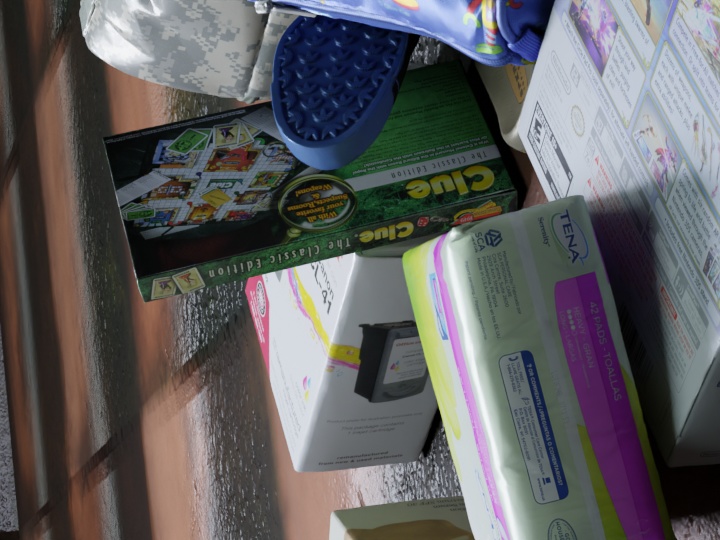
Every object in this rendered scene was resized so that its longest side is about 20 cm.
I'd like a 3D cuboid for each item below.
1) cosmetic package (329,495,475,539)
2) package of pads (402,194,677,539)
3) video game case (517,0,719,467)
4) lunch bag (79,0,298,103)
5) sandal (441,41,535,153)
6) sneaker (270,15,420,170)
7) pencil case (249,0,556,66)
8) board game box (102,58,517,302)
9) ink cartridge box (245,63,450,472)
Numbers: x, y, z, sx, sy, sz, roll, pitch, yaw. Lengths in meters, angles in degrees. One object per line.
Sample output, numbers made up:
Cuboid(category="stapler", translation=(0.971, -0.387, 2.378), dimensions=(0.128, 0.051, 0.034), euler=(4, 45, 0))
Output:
Cuboid(category="cosmetic package", translation=(0.060, 0.182, 0.958), dimensions=(0.200, 0.104, 0.072), euler=(-140, 49, -64))
Cuboid(category="package of pads", translation=(0.073, 0.054, 0.850), dimensions=(0.200, 0.068, 0.156), euler=(158, 97, -86))
Cuboid(category="video game case", translation=(0.130, -0.057, 0.782), dimensions=(0.182, 0.045, 0.201), euler=(103, 156, -45))
Cuboid(category="lunch bag", translation=(-0.084, -0.205, 1.226), dimensions=(0.200, 0.167, 0.140), euler=(115, 146, -55))
Cuboid(category="sandal", translation=(0.055, -0.138, 0.983), dimensions=(0.081, 0.054, 0.201), euler=(106, 158, -45))
Cuboid(category="sneaker", translation=(0.001, -0.119, 1.028), dimensions=(0.078, 0.070, 0.201), euler=(75, -158, -50))
Cuboid(category="pencil case", translation=(0.018, -0.149, 0.925), dimensions=(0.199, 0.078, 0.087), euler=(19, 91, 38))
Cuboid(category="board game box", translation=(-0.028, -0.049, 1.028), dimensions=(0.024, 0.199, 0.105), euler=(85, 170, -48))
Cuboid(category="ink cartridge box", translation=(0.000, 0.000, 1.138), dimensions=(0.201, 0.085, 0.148), euler=(105, 155, -48))
